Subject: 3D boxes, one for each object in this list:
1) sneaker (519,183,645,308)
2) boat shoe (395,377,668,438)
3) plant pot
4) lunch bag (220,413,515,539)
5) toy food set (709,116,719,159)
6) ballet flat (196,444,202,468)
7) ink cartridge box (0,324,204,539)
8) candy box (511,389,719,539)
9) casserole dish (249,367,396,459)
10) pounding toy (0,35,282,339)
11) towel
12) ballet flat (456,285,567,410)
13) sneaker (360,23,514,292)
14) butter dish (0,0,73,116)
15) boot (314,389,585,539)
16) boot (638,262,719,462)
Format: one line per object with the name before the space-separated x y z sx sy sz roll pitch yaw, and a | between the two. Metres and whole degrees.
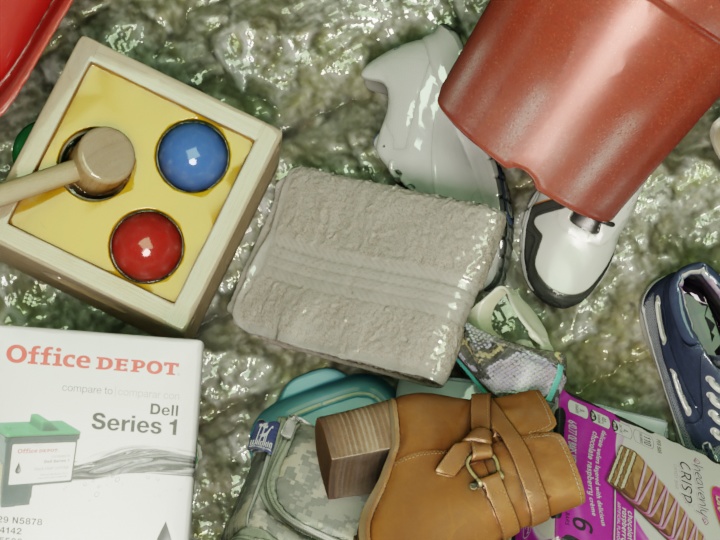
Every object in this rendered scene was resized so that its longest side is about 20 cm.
sneaker | 0.173 -0.069 1.389 0.073 0.080 0.201 22 81 -2
boat shoe | 0.121 0.117 1.359 0.199 0.072 0.062 11 85 -3
plant pot | 0.163 -0.152 1.281 0.200 0.201 0.196 36 105 2
lunch bag | -0.004 0.203 1.269 0.199 0.139 0.168 23 61 -2
toy food set | 0.372 -0.068 1.410 0.143 0.060 0.200 -36 87 -9
ballet flat | -0.211 0.127 1.335 0.199 0.064 0.076 -4 82 -4
ink cartridge box | -0.182 0.138 1.261 0.145 0.084 0.201 4 84 -7
candy box | 0.202 0.180 1.286 0.199 0.061 0.137 25 40 -15
casserole dish | -0.003 0.165 1.358 0.121 0.039 0.201 -19 82 -7
pounding toy | -0.182 -0.053 1.327 0.199 0.142 0.185 26 79 0
towel | 0.000 0.000 1.332 0.199 0.034 0.133 12 75 38
ballet flat | 0.075 0.032 1.329 0.072 0.072 0.200 -43 48 -9
sneaker | 0.059 -0.076 1.395 0.087 0.075 0.201 -17 75 5
butter dish | -0.293 -0.225 1.313 0.199 0.148 0.200 20 77 40
boot | 0.065 0.161 1.185 0.154 0.077 0.201 -7 48 -11
boot | 0.257 0.093 1.361 0.072 0.090 0.201 -24 83 -8
